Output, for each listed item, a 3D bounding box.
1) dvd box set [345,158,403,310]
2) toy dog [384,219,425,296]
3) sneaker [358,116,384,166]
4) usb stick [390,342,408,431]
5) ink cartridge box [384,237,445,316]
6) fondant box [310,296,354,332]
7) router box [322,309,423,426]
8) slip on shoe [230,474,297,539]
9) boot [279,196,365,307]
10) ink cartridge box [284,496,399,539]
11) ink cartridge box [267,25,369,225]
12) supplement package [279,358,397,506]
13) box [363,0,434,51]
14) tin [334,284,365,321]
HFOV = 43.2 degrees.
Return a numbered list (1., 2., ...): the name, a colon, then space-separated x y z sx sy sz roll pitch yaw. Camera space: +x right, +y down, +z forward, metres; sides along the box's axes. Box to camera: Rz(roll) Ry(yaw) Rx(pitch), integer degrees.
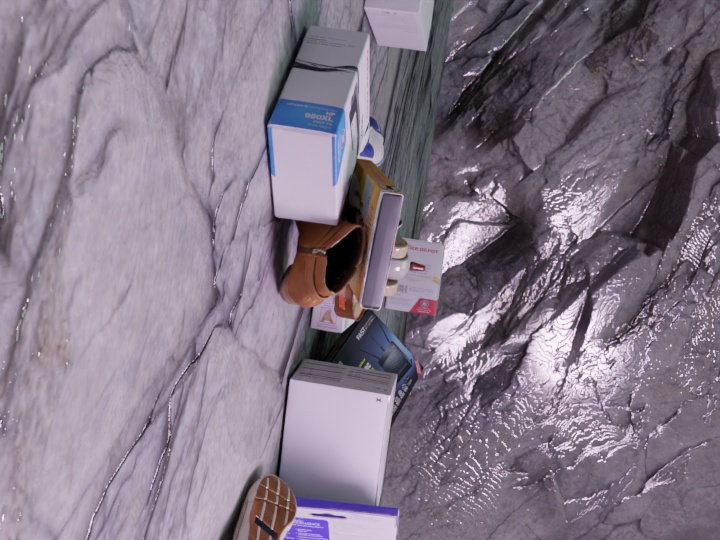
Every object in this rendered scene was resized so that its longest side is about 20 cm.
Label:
1. dvd box set: 0.008 -0.052 1.168 0.200 0.029 0.148 -118 -143 -69
2. toy dog: 0.048 -0.040 1.598 0.132 0.095 0.201 120 -34 -41
3. sneaker: -0.007 -0.203 1.379 0.200 0.080 0.116 -69 168 -51
4. usb stick: 0.057 0.218 1.663 0.201 0.032 0.056 -74 176 -45
5. ink cartridge box: 0.156 0.016 2.552 0.083 0.144 0.203 2 97 -83
6. fondant box: -0.031 -0.009 1.505 0.144 0.057 0.203 -29 126 -80
7. router box: 0.010 0.181 1.548 0.062 0.150 0.200 -37 -169 38
8. slip on shoe: -0.132 0.336 1.160 0.061 0.076 0.200 -42 -165 18
9. boot: -0.039 -0.051 1.148 0.155 0.076 0.202 -15 -130 66
10. ink cartridge box: -0.042 0.372 1.330 0.201 0.195 0.044 89 7 -53
11. ink cartridge box: -0.046 -0.179 1.110 0.146 0.083 0.201 91 11 -49
12. supplement package: -0.035 0.257 1.396 0.111 0.154 0.203 -53 150 -78
13. box: 0.073 -0.481 1.599 0.200 0.096 0.126 32 66 -81
14. tin: 0.000 0.000 1.412 0.200 0.041 0.113 -59 151 -61
